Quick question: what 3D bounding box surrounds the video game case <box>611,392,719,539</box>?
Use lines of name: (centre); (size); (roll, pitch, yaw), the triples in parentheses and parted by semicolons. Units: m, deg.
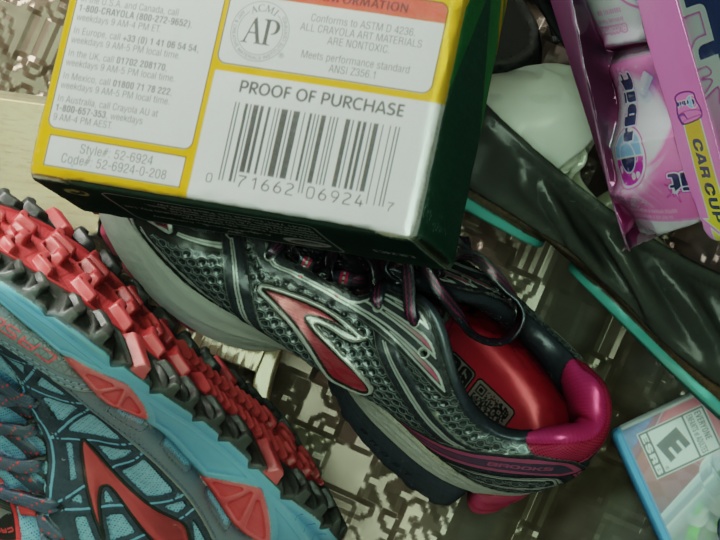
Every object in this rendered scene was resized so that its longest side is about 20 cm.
video game case: (0.205, 0.079, 1.011); (0.199, 0.018, 0.144); (-25, 84, 1)

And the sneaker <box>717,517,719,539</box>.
sneaker: (0.199, 0.136, 0.963); (0.200, 0.072, 0.072); (43, 91, 7)

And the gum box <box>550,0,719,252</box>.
gum box: (0.152, -0.089, 0.946); (0.199, 0.066, 0.114); (-22, 98, -31)

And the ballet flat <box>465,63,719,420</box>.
ballet flat: (0.077, -0.024, 0.979); (0.200, 0.068, 0.069); (36, 93, -10)

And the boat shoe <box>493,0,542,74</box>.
boat shoe: (-0.021, -0.122, 1.008); (0.201, 0.063, 0.074); (36, 51, 5)

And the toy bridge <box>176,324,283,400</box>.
toy bridge: (-0.063, 0.108, 1.021); (0.067, 0.027, 0.201); (22, 87, 2)

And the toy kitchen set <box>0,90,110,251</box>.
toy kitchen set: (-0.172, -0.107, 0.976); (0.199, 0.163, 0.182); (8, 86, 4)

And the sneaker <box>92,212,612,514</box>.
sneaker: (0.000, 0.000, 0.974); (0.200, 0.075, 0.081); (36, 66, -14)

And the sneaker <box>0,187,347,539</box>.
sneaker: (-0.089, 0.056, 0.932); (0.095, 0.079, 0.200); (-41, 127, 5)

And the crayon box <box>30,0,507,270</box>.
crayon box: (-0.015, -0.110, 0.910); (0.125, 0.052, 0.201); (10, 82, 17)

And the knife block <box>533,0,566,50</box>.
knife block: (0.049, -0.166, 0.966); (0.064, 0.200, 0.176); (-29, 55, 0)
